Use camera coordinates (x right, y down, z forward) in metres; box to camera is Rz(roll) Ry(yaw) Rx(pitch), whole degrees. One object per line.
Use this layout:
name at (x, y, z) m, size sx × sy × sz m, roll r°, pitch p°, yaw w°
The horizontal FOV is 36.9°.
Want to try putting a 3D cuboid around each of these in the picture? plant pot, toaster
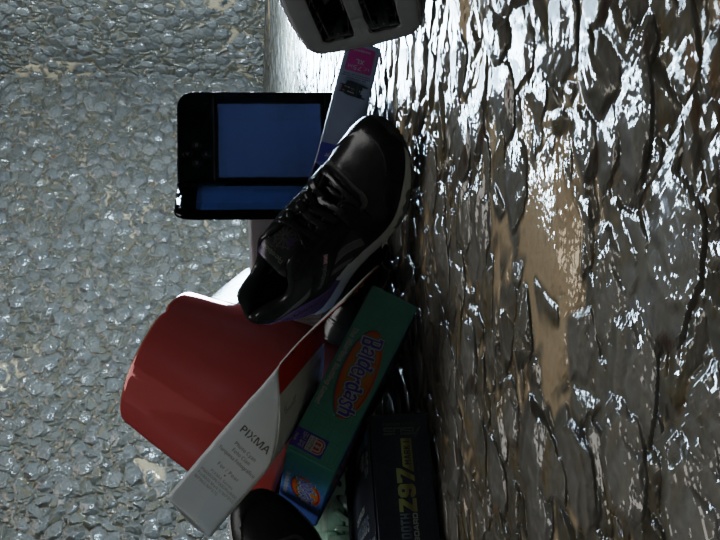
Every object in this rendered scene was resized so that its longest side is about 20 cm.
plant pot at (-0.120, 0.120, 1.043) m, size 0.201 × 0.177 × 0.201 m, roll -62°, pitch -9°, yaw -17°
toaster at (-0.015, -0.246, 0.763) m, size 0.200 × 0.113 × 0.130 m, roll 63°, pitch -163°, yaw -69°

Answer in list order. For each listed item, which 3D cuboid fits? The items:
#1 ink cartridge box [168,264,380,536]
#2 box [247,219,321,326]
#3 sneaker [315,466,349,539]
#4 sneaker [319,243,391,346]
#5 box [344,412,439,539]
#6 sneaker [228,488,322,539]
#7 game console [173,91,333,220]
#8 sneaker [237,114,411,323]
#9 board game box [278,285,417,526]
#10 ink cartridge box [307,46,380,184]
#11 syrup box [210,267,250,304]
ink cartridge box at (-0.048, 0.092, 0.821) m, size 0.200 × 0.047 × 0.160 m, roll -48°, pitch -1°, yaw 14°
box at (-0.062, 0.002, 1.202) m, size 0.098 × 0.124 × 0.201 m, roll 109°, pitch 159°, yaw -71°
sneaker at (-0.005, 0.245, 1.014) m, size 0.201 × 0.073 × 0.119 m, roll -111°, pitch 30°, yaw -51°
sneaker at (-0.003, -0.001, 1.018) m, size 0.200 × 0.060 × 0.105 m, roll -87°, pitch 14°, yaw -64°
box at (0.023, 0.217, 0.863) m, size 0.200 × 0.051 × 0.159 m, roll 103°, pitch 163°, yaw -67°
sneaker at (-0.042, 0.267, 0.877) m, size 0.201 × 0.075 × 0.088 m, roll 63°, pitch 162°, yaw 9°
game console at (-0.090, -0.121, 1.111) m, size 0.116 × 0.199 × 0.177 m, roll 117°, pitch 151°, yaw -73°
sneaker at (-0.031, -0.030, 0.852) m, size 0.076 × 0.087 × 0.200 m, roll 43°, pitch 125°, yaw 21°
board game box at (-0.015, 0.121, 0.915) m, size 0.153 × 0.045 × 0.200 m, roll -61°, pitch -7°, yaw -24°
ink cartridge box at (-0.024, -0.104, 1.003) m, size 0.120 × 0.042 × 0.201 m, roll 109°, pitch 177°, yaw -51°
syrup box at (-0.136, 0.059, 1.288) m, size 0.200 × 0.078 × 0.082 m, roll -44°, pitch -63°, yaw -60°
